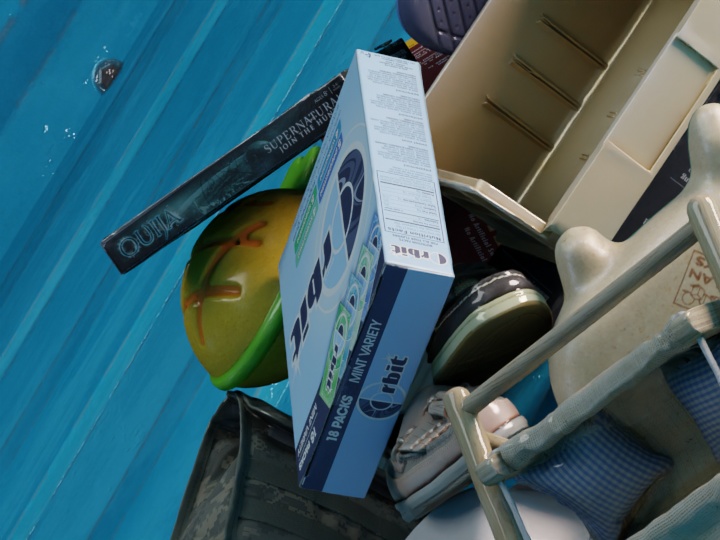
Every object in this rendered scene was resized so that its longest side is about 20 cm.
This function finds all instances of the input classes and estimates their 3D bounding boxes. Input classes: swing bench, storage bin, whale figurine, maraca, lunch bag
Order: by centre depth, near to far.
[{"bbox_3d":[0.155,0.111,1.254,0.199,0.129,0.201,-41,41,38],"label":"swing bench"},{"bbox_3d":[0.180,0.012,1.431,0.104,0.158,0.201,-67,-3,-83],"label":"whale figurine"},{"bbox_3d":[0.127,-0.112,1.537,0.201,0.093,0.198,-56,16,-3],"label":"storage bin"},{"bbox_3d":[-0.030,0.170,1.669,0.118,0.163,0.201,-51,17,31],"label":"lunch bag"},{"bbox_3d":[-0.060,-0.002,1.738,0.137,0.107,0.201,-50,18,31],"label":"maraca"}]

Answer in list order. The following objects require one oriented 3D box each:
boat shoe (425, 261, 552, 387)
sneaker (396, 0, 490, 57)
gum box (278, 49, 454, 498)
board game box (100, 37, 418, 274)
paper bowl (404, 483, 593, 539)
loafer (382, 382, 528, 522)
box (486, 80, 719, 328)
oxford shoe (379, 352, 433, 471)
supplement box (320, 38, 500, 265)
[{"bbox_3d":[0.062,0.029,1.504,0.071,0.066,0.201,-21,-13,-7],"label":"boat shoe"},{"bbox_3d":[0.085,-0.184,1.684,0.082,0.075,0.199,8,22,43],"label":"sneaker"},{"bbox_3d":[0.000,0.000,1.527,0.201,0.044,0.171,-97,22,-51],"label":"gum box"},{"bbox_3d":[-0.062,-0.074,1.676,0.199,0.028,0.135,-34,2,22],"label":"board game box"},{"bbox_3d":[0.071,0.200,1.448,0.201,0.104,0.201,-49,18,22],"label":"paper bowl"},{"bbox_3d":[0.040,0.095,1.481,0.072,0.063,0.200,-32,-7,-15],"label":"loafer"},{"bbox_3d":[0.181,-0.031,1.578,0.201,0.104,0.148,-54,17,5],"label":"box"},{"bbox_3d":[0.035,0.111,1.804,0.200,0.057,0.076,121,165,-48],"label":"oxford shoe"},{"bbox_3d":[0.086,-0.084,1.778,0.196,0.133,0.200,-30,19,2],"label":"supplement box"}]
